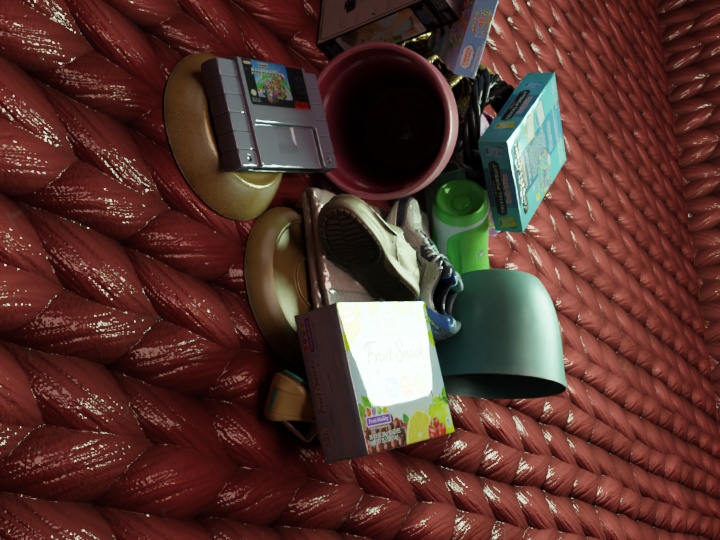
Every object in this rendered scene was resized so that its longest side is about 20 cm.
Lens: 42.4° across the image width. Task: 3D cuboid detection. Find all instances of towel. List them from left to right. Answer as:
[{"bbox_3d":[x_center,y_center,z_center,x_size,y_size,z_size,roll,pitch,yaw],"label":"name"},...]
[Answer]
[{"bbox_3d":[0.000,0.000,1.197,0.200,0.032,0.192,13,67,-57],"label":"towel"}]

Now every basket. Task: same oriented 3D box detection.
[{"bbox_3d":[0.108,-0.302,1.430,0.200,0.148,0.143,-45,116,-54],"label":"basket"}]

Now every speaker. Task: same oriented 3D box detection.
[{"bbox_3d":[0.151,-0.046,1.388,0.200,0.088,0.089,79,17,-55],"label":"speaker"}]

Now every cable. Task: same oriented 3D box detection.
[{"bbox_3d":[0.193,-0.204,1.371,0.200,0.051,0.164,12,84,-58],"label":"cable"}]

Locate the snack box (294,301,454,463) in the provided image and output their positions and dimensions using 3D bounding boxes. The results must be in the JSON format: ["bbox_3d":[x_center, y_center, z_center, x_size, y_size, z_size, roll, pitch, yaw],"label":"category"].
[{"bbox_3d":[0.020,0.123,1.081,0.200,0.067,0.170,5,71,-58],"label":"snack box"}]

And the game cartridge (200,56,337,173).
[{"bbox_3d":[-0.101,-0.180,1.089,0.200,0.038,0.131,-10,90,-59],"label":"game cartridge"}]

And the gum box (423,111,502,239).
[{"bbox_3d":[0.164,-0.143,1.487,0.066,0.113,0.202,10,69,-56],"label":"gum box"}]

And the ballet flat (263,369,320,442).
[{"bbox_3d":[-0.044,0.175,1.093,0.200,0.068,0.063,34,78,-44],"label":"ballet flat"}]

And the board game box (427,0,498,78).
[{"bbox_3d":[0.147,-0.367,1.304,0.200,0.036,0.152,-108,-149,-65],"label":"board game box"}]

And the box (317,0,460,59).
[{"bbox_3d":[0.040,-0.376,1.301,0.060,0.199,0.117,39,45,-46],"label":"box"}]

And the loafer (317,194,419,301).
[{"bbox_3d":[0.012,-0.034,1.136,0.200,0.075,0.069,51,38,-46],"label":"loafer"}]

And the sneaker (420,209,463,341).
[{"bbox_3d":[0.104,0.007,1.307,0.077,0.086,0.201,19,62,-54],"label":"sneaker"}]

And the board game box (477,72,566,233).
[{"bbox_3d":[0.240,-0.175,1.360,0.200,0.047,0.152,-52,137,-41],"label":"board game box"}]

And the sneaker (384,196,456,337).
[{"bbox_3d":[0.088,-0.004,1.232,0.077,0.085,0.202,12,68,-58],"label":"sneaker"}]

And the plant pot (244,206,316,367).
[{"bbox_3d":[-0.068,0.017,1.136,0.200,0.027,0.201,30,53,-49],"label":"plant pot"}]

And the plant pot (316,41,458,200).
[{"bbox_3d":[0.042,-0.198,1.262,0.179,0.199,0.201,-22,97,-74],"label":"plant pot"}]

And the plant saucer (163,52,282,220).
[{"bbox_3d":[-0.144,-0.160,1.076,0.200,0.035,0.202,30,53,-50],"label":"plant saucer"}]

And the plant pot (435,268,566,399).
[{"bbox_3d":[0.198,0.091,1.352,0.200,0.200,0.162,27,61,-51],"label":"plant pot"}]
